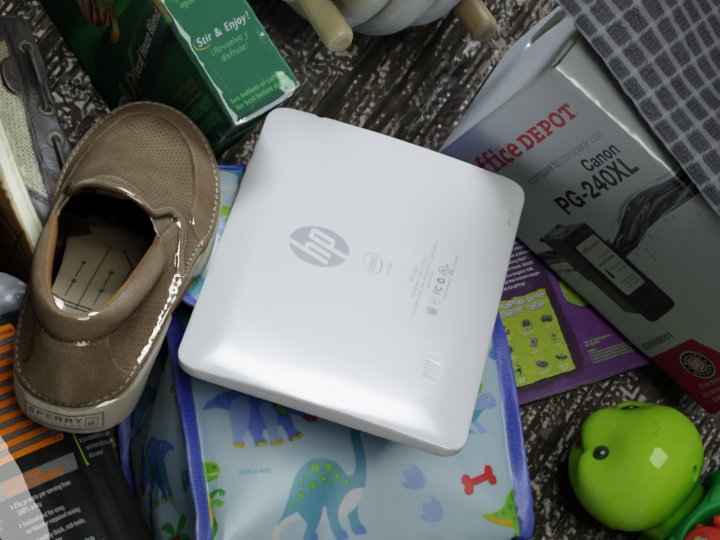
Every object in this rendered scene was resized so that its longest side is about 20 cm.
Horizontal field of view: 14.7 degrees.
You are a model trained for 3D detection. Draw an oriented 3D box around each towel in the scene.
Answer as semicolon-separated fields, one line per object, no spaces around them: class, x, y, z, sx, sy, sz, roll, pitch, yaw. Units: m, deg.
towel;0.176;-0.112;1.221;0.086;0.166;0.200;-36;89;-23

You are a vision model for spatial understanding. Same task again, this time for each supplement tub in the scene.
supplement tub;-0.171;0.088;1.226;0.122;0.123;0.200;-22;84;-27

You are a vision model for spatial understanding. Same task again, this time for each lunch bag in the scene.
lunch bag;-0.023;0.045;1.303;0.170;0.127;0.200;0;71;-22

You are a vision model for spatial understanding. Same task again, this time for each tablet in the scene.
tablet;0.000;0.000;1.261;0.130;0.014;0.200;18;38;0

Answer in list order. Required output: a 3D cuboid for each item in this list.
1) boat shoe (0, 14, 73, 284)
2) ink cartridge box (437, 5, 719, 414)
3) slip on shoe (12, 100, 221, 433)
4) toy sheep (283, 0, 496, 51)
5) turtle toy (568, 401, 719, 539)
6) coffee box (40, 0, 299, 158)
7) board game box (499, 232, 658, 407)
boat shoe;-0.146;-0.032;1.300;0.065;0.073;0.200;-20;82;-25
ink cartridge box;0.152;-0.038;1.362;0.200;0.145;0.083;41;63;-7
slip on shoe;-0.106;-0.018;1.210;0.076;0.061;0.200;11;41;7
toy sheep;0.012;-0.177;1.383;0.200;0.138;0.138;-4;76;-40
turtle toy;0.192;0.134;1.368;0.200;0.101;0.146;25;51;16
coffee box;-0.116;-0.144;1.321;0.044;0.123;0.200;-32;91;-24
board game box;0.118;-0.004;1.433;0.200;0.032;0.120;-16;84;-27
